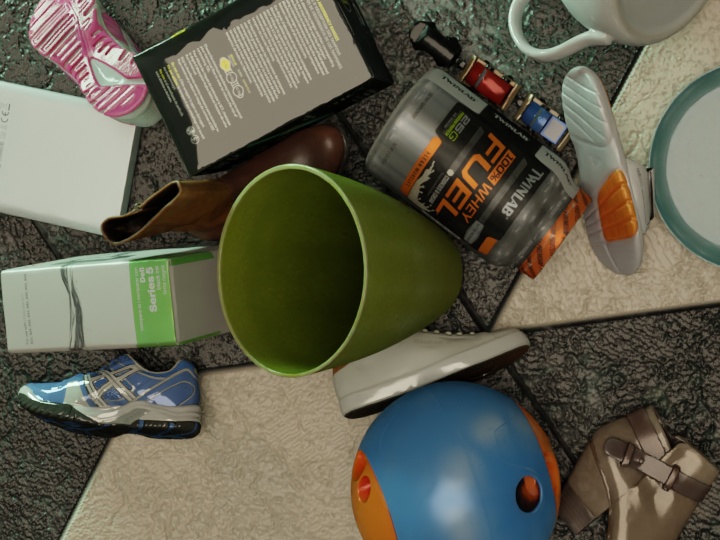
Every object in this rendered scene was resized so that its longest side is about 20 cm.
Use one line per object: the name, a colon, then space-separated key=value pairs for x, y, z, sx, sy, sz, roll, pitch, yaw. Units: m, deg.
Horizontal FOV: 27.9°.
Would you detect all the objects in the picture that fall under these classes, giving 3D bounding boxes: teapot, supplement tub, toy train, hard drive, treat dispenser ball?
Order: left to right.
hard drive: x=-0.331 y=-0.120 z=1.500 sx=0.198 sy=0.025 sz=0.133 roll=12 pitch=96 yaw=8
treat dispenser ball: x=0.089 y=0.206 z=1.369 sx=0.198 sy=0.201 sz=0.203 roll=1 pitch=95 yaw=9
supplement tub: x=0.114 y=-0.089 z=1.383 sx=0.199 sy=0.123 sz=0.123 roll=36 pitch=99 yaw=4
toy train: x=0.130 y=-0.181 z=1.412 sx=0.199 sy=0.046 sz=0.034 roll=36 pitch=99 yaw=5
teapot: x=0.237 y=-0.309 z=1.336 sx=0.146 sy=0.199 sz=0.199 roll=35 pitch=141 yaw=40

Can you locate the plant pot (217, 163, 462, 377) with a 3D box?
plant pot: x=0.000 y=0.000 z=1.358 sx=0.186 sy=0.199 sz=0.189 roll=0 pitch=90 yaw=41

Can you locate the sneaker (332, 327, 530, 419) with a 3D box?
sneaker: x=0.065 y=0.077 z=1.430 sx=0.198 sy=0.073 sz=0.085 roll=-17 pitch=70 yaw=0

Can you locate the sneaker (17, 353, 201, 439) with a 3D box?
sneaker: x=-0.256 y=0.129 z=1.494 sx=0.198 sy=0.076 sz=0.078 roll=3 pitch=72 yaw=9

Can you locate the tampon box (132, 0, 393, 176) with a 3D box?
tampon box: x=-0.089 y=-0.193 z=1.393 sx=0.199 sy=0.150 sz=0.127 roll=-26 pitch=91 yaw=10

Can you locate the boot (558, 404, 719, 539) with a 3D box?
boot: x=0.290 y=0.238 z=1.408 sx=0.146 sy=0.070 sz=0.200 roll=-42 pitch=88 yaw=7

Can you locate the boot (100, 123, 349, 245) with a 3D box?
boot: x=-0.124 y=-0.085 z=1.364 sx=0.187 sy=0.199 sz=0.069 roll=-24 pitch=81 yaw=26

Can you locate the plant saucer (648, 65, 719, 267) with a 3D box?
plant saucer: x=0.376 y=-0.100 z=1.389 sx=0.198 sy=0.027 sz=0.203 roll=1 pitch=94 yaw=10

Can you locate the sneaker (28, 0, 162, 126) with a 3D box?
sneaker: x=-0.260 y=-0.208 z=1.452 sx=0.081 sy=0.088 sz=0.201 roll=-39 pitch=62 yaw=3

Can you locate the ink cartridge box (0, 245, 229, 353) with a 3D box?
ink cartridge box: x=-0.227 y=0.027 z=1.410 sx=0.198 sy=0.145 sz=0.085 roll=-3 pitch=95 yaw=25

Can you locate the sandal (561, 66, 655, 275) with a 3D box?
sandal: x=0.248 y=-0.098 z=1.380 sx=0.059 sy=0.079 sz=0.209 roll=-21 pitch=106 yaw=-25
